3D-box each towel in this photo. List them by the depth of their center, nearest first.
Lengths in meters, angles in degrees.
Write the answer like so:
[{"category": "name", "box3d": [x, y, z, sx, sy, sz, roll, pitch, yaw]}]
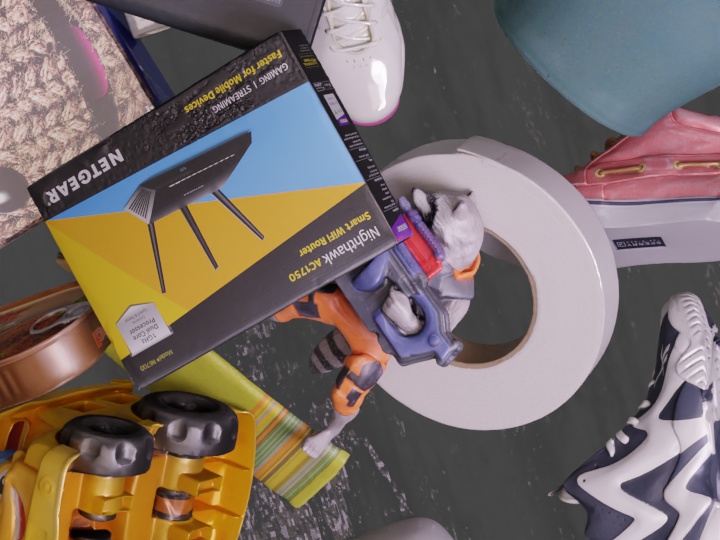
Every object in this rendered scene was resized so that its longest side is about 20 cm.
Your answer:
[{"category": "towel", "box3d": [-0.100, 0.085, 1.332, 0.200, 0.018, 0.086, 39, 141, -3]}]

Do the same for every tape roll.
[{"category": "tape roll", "box3d": [0.074, 0.010, 1.288, 0.202, 0.037, 0.203, 10, 114, 22]}]

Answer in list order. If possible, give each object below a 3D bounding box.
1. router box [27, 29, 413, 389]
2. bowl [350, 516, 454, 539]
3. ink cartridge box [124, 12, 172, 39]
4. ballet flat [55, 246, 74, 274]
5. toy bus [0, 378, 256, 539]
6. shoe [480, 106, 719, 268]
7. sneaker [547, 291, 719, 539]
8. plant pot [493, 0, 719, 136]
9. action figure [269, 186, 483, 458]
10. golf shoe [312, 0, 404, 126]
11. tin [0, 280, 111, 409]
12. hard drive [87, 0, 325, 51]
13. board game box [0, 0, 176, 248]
[{"category": "router box", "box3d": [-0.088, -0.038, 1.196, 0.200, 0.051, 0.149, -30, 90, 18]}, {"category": "bowl", "box3d": [0.012, 0.300, 1.357, 0.199, 0.075, 0.200, -28, 98, 7]}, {"category": "ink cartridge box", "box3d": [-0.134, -0.268, 1.289, 0.109, 0.050, 0.201, -19, 96, 5]}, {"category": "ballet flat", "box3d": [-0.110, -0.014, 1.319, 0.199, 0.069, 0.063, -15, 108, 5]}, {"category": "toy bus", "box3d": [-0.196, 0.137, 1.282, 0.192, 0.200, 0.136, 21, 105, 29]}, {"category": "shoe", "box3d": [0.174, -0.056, 1.304, 0.199, 0.072, 0.091, -1, 59, 24]}, {"category": "sneaker", "box3d": [0.189, 0.119, 1.318, 0.129, 0.079, 0.200, -9, 81, 23]}, {"category": "plant pot", "box3d": [0.194, -0.195, 1.224, 0.200, 0.200, 0.188, 40, 112, -4]}, {"category": "action figure", "box3d": [0.000, 0.000, 1.264, 0.193, 0.104, 0.200, -37, 68, 26]}, {"category": "golf shoe", "box3d": [-0.017, -0.192, 1.275, 0.075, 0.092, 0.201, -14, 99, 3]}, {"category": "tin", "box3d": [-0.254, 0.062, 1.300, 0.199, 0.112, 0.042, -18, 114, 22]}, {"category": "hard drive", "box3d": [-0.110, -0.225, 1.209, 0.199, 0.033, 0.140, 18, 92, 0]}, {"category": "board game box", "box3d": [-0.242, -0.109, 1.293, 0.200, 0.097, 0.160, -32, 96, 6]}]
